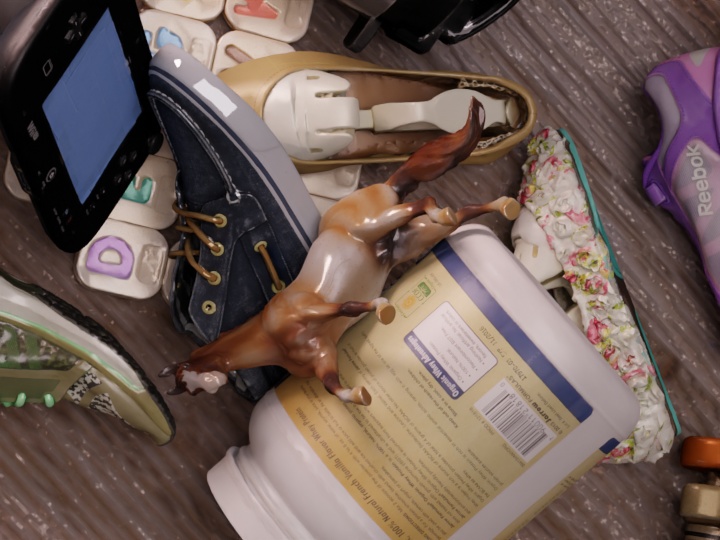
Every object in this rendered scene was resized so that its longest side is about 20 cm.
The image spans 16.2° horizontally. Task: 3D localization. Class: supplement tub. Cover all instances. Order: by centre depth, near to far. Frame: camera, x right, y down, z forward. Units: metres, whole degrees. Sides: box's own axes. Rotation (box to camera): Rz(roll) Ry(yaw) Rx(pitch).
[{"bbox_3d":[0.032,0.088,1.342,0.200,0.144,0.144,-41,97,4],"label":"supplement tub"}]

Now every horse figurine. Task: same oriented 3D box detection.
[{"bbox_3d":[0.000,0.000,1.298,0.050,0.133,0.200,48,66,-26],"label":"horse figurine"}]

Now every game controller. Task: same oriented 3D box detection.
[{"bbox_3d":[-0.142,-0.085,1.288,0.042,0.200,0.104,17,68,13],"label":"game controller"}]

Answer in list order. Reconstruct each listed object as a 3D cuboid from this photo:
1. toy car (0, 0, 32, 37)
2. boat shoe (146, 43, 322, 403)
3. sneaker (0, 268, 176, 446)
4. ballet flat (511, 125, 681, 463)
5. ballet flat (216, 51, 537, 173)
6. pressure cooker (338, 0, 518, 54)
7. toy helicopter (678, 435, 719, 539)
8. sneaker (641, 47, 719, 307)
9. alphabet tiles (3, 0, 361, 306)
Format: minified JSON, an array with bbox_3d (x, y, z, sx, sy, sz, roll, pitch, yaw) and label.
[{"bbox_3d":[-0.198,-0.149,1.322,0.200,0.184,0.177,4,84,-39],"label":"toy car"},{"bbox_3d":[-0.073,-0.020,1.341,0.091,0.071,0.200,-42,122,-13],"label":"boat shoe"},{"bbox_3d":[-0.192,0.049,1.348,0.200,0.077,0.089,32,92,-5],"label":"sneaker"},{"bbox_3d":[0.120,0.019,1.425,0.064,0.076,0.200,-20,89,-8],"label":"ballet flat"},{"bbox_3d":[0.004,-0.089,1.396,0.200,0.063,0.069,-4,91,-21],"label":"ballet flat"},{"bbox_3d":[0.024,-0.226,1.366,0.200,0.176,0.179,32,49,-11],"label":"pressure cooker"},{"bbox_3d":[0.241,0.135,1.380,0.132,0.200,0.079,10,82,3],"label":"toy helicopter"},{"bbox_3d":[0.207,-0.041,1.454,0.080,0.088,0.200,-35,121,-56],"label":"sneaker"},{"bbox_3d":[-0.091,-0.078,1.405,0.196,0.015,0.200,14,83,-13],"label":"alphabet tiles"}]
